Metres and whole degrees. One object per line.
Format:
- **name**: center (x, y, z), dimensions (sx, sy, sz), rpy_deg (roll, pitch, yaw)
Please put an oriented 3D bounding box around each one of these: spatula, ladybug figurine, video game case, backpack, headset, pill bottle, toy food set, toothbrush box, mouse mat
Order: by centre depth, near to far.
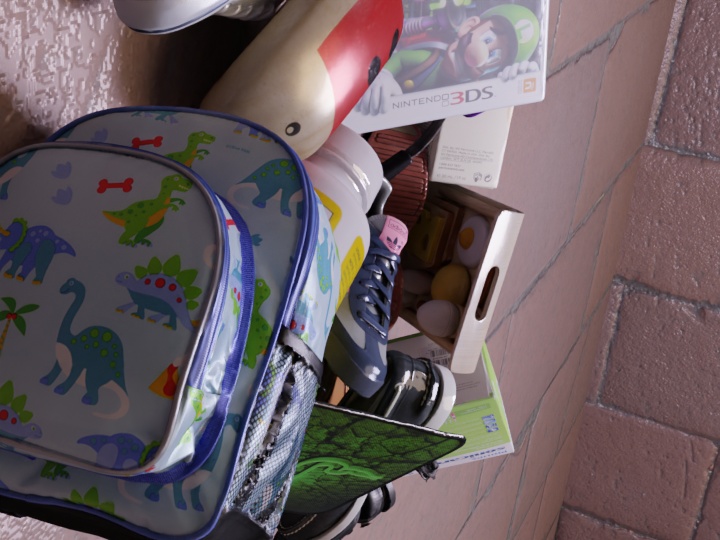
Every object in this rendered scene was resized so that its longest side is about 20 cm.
- **backpack**: center (-0.104, 0.019, 0.507), dimensions (0.147, 0.182, 0.201), rpy_deg (67, 38, -62)
- **ladybug figurine**: center (-0.029, -0.135, 0.679), dimensions (0.136, 0.072, 0.200), rpy_deg (-34, -161, 50)
- **pill bottle**: center (-0.060, -0.006, 0.711), dimensions (0.111, 0.111, 0.200), rpy_deg (80, 33, -51)
- **mouse mat**: center (-0.048, 0.125, 0.712), dimensions (0.200, 0.161, 0.008), rpy_deg (20, 49, -39)
- **video game case**: center (0.058, -0.208, 0.804), dimensions (0.023, 0.181, 0.201), rpy_deg (-127, -151, -55)
- **spatula**: center (0.051, -0.111, 0.919), dimensions (0.200, 0.057, 0.021), rpy_deg (-41, 141, 2)
- **toy food set**: center (0.064, -0.007, 0.975), dimensions (0.060, 0.200, 0.144), rpy_deg (11, 101, -26)
- **headset**: center (-0.007, 0.219, 1.002), dimensions (0.123, 0.094, 0.200), rpy_deg (-12, 140, -56)
- **toothbrush box**: center (0.070, 0.138, 1.099), dimensions (0.200, 0.145, 0.086), rpy_deg (61, 16, -61)

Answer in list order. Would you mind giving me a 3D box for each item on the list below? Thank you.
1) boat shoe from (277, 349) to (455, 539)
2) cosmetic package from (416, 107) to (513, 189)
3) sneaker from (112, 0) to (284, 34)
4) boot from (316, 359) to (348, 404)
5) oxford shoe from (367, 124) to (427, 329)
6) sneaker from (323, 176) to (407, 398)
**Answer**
- **boat shoe**: center (-0.012, 0.135, 0.829), dimensions (0.060, 0.076, 0.200), rpy_deg (27, 111, -31)
- **cosmetic package**: center (0.097, -0.186, 0.992), dimensions (0.105, 0.071, 0.201), rpy_deg (-130, -132, -64)
- **sneaker**: center (-0.069, -0.173, 0.615), dimensions (0.200, 0.073, 0.071), rpy_deg (-55, 150, -44)
- **boot**: center (-0.038, 0.095, 0.916), dimensions (0.155, 0.074, 0.201), rpy_deg (-32, 147, -60)
- **oxford shoe**: center (0.011, -0.040, 0.979), dimensions (0.074, 0.071, 0.201), rpy_deg (165, -61, -77)
- **sneaker**: center (0.000, 0.000, 0.795), dimensions (0.070, 0.082, 0.200), rpy_deg (41, 23, -41)
